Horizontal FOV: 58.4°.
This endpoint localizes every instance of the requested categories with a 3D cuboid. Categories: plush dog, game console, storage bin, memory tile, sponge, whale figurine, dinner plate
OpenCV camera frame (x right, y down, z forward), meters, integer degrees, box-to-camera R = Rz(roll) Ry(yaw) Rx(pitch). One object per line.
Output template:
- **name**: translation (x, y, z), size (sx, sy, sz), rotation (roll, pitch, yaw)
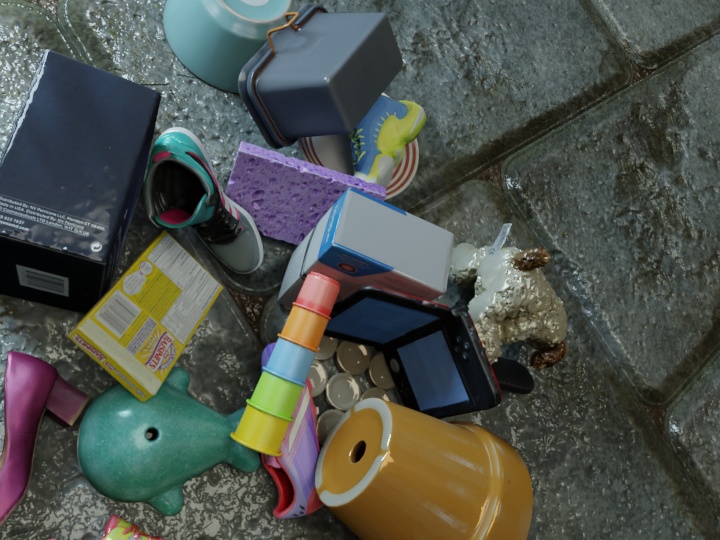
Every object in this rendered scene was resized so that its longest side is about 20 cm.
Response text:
- **plush dog**: translation (0.229, 0.044, 0.913), size (0.172, 0.160, 0.201), rotation (35, 36, -36)
- **game console**: translation (0.042, 0.108, 0.763), size (0.118, 0.200, 0.173), rotation (-17, 81, -29)
- **storage bin**: translation (-0.043, -0.268, 0.849), size (0.200, 0.134, 0.146), rotation (-57, 138, -30)
- **memory tile**: translation (-0.030, 0.181, 0.828), size (0.153, 0.017, 0.201), rotation (25, 63, -16)
- **sponge**: translation (-0.075, -0.086, 0.840), size (0.199, 0.112, 0.030), rotation (16, 33, -16)
- **whale figurine**: translation (-0.197, 0.182, 0.698), size (0.199, 0.104, 0.160), rotation (9, 69, -25)
- **dinner plate**: translation (-0.005, -0.193, 0.964), size (0.199, 0.024, 0.201), rotation (9, 69, -24)

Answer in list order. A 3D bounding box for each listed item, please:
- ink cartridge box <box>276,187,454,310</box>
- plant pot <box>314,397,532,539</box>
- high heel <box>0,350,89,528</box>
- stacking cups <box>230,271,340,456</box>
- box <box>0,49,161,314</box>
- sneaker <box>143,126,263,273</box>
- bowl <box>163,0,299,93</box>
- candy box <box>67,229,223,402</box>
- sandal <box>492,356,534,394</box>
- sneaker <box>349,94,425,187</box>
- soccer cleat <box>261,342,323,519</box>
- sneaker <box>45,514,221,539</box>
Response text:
- **ink cartridge box**: translation (0.000, 0.000, 0.799), size (0.146, 0.200, 0.085), rotation (22, 62, -17)
- **plant pot**: translation (0.056, 0.242, 0.723), size (0.183, 0.200, 0.201), rotation (36, 60, -24)
- **high heel**: translation (-0.365, 0.181, 0.638), size (0.096, 0.067, 0.200), rotation (39, 45, -20)
- **stacking cups**: translation (-0.080, 0.099, 0.716), size (0.060, 0.060, 0.201), rotation (24, 79, -16)
- **box**: translation (-0.303, -0.080, 0.681), size (0.123, 0.200, 0.199), rotation (16, 67, -19)
- **sneaker**: translation (-0.183, -0.064, 0.752), size (0.200, 0.083, 0.121), rotation (59, 13, -21)
- **bowl**: translation (-0.166, -0.362, 0.900), size (0.200, 0.105, 0.202), rotation (8, 70, -23)
- **candy box**: translation (-0.227, 0.042, 0.712), size (0.102, 0.026, 0.200), rotation (50, 27, -19)
- **sandal**: translation (0.167, 0.147, 0.911), size (0.200, 0.045, 0.075), rotation (20, 36, -33)
- **sneaker**: translation (0.009, -0.176, 0.923), size (0.105, 0.076, 0.200), rotation (29, 61, 7)
- **soccer cleat**: translation (-0.088, 0.184, 0.751), size (0.076, 0.067, 0.201), rotation (-11, 82, -38)
- **sneaker**: translation (-0.231, 0.294, 0.660), size (0.199, 0.078, 0.091), rotation (-1, 66, -28)
